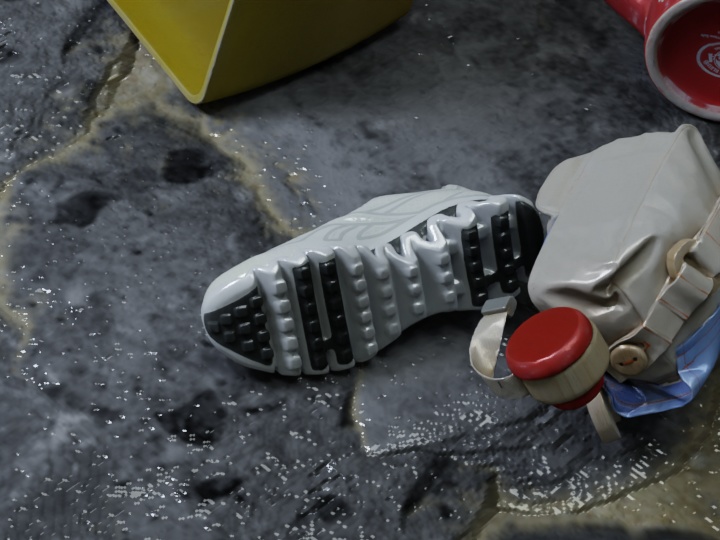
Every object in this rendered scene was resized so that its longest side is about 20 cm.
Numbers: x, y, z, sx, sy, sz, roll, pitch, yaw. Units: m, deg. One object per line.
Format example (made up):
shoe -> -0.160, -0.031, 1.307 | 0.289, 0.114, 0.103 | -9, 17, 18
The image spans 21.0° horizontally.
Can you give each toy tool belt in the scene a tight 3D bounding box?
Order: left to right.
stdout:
toy tool belt -> 0.148, 0.025, 1.028 | 0.125, 0.123, 0.200 | -12, 34, 36

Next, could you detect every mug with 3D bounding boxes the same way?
mug -> 0.234, -0.197, 1.304 | 0.177, 0.133, 0.200 | -15, 39, 27

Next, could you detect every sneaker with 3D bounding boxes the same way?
sneaker -> 0.000, 0.000, 1.067 | 0.200, 0.075, 0.081 | -16, 29, -25

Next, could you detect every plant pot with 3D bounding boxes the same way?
plant pot -> -0.051, -0.246, 1.230 | 0.176, 0.200, 0.200 | -9, 45, -37
